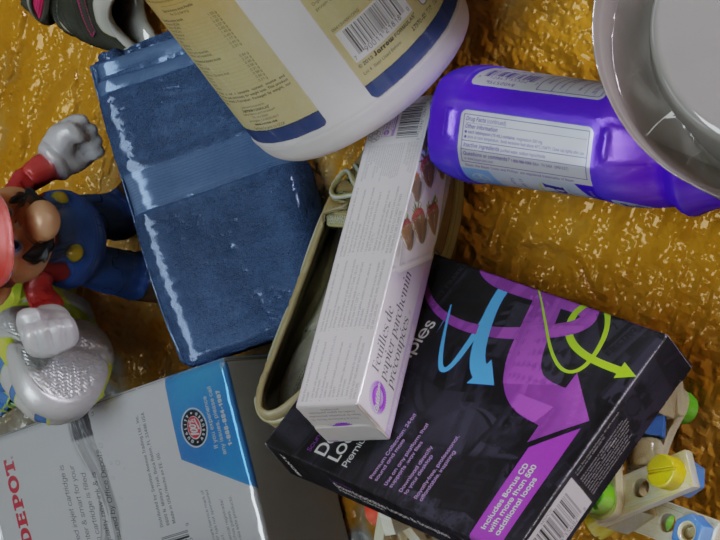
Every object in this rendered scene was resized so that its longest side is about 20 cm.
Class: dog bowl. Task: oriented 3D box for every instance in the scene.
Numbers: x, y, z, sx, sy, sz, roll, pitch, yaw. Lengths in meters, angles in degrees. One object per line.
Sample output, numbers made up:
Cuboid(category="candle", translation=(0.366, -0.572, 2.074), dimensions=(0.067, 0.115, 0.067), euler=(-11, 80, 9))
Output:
Cuboid(category="dog bowl", translation=(0.219, -0.118, 1.417), dimensions=(0.199, 0.059, 0.201), euler=(-5, 72, 15))

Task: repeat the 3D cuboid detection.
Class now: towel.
Cuboid(category="towel", translation=(-0.083, -0.048, 1.668), dimensions=(0.111, 0.049, 0.201), euler=(-18, 79, 3))

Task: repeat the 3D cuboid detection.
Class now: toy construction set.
Cuboid(category="toy construction set", translation=(0.099, 0.101, 1.527), dimensions=(0.199, 0.092, 0.132), euler=(-8, 73, 22))

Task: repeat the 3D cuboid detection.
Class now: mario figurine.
Cuboid(category="mario figurine", translation=(-0.172, -0.020, 1.654), dimensions=(0.123, 0.200, 0.106), euler=(40, 113, 27))

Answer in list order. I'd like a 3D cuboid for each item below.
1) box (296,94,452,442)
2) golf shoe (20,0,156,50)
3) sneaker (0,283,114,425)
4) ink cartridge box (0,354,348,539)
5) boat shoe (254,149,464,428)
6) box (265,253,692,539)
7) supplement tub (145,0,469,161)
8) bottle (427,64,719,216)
Cuboid(category="box", translation=(0.012, -0.003, 1.523), dimensions=(0.041, 0.039, 0.200), euler=(-6, 54, 30))
Cuboid(category="golf shoe", translation=(-0.149, -0.219, 1.685), dimensions=(0.088, 0.077, 0.200), euler=(34, 141, 25))
Cuboid(category="sneaker", translation=(-0.204, 0.062, 1.717), dimensions=(0.105, 0.076, 0.200), euler=(-61, 19, 20))
Cuboid(category="ink cartridge box", translation=(-0.116, 0.145, 1.689), dimensions=(0.200, 0.084, 0.146), euler=(-20, 81, 34))
Cuboid(category="boat shoe", translation=(-0.002, 0.000, 1.590), dimensions=(0.073, 0.063, 0.201), euler=(22, 84, 30))
Cuboid(category="box", translation=(0.058, 0.071, 1.487), dimensions=(0.200, 0.036, 0.143), euler=(18, 66, 47))
Cuboid(category="supplement tub", translation=(-0.049, -0.175, 1.545), dimensions=(0.144, 0.145, 0.200), euler=(-21, 118, 34))
Cuboid(category="bottle", translation=(0.136, -0.068, 1.504), dimensions=(0.200, 0.083, 0.066), euler=(10, 97, 31))
